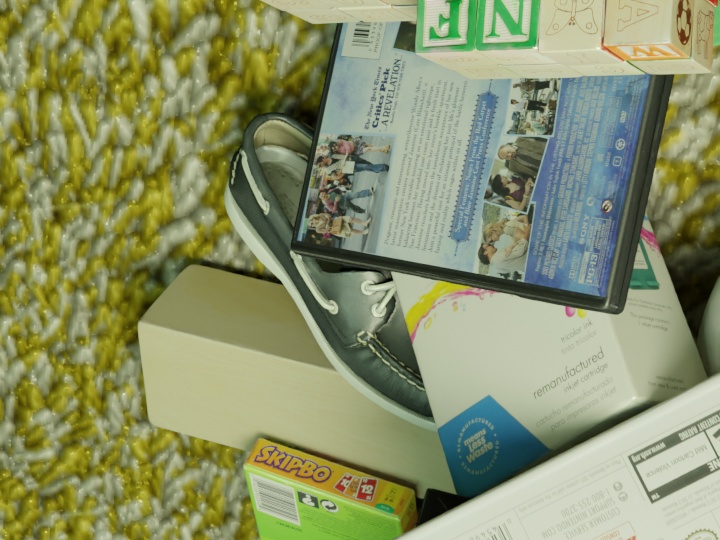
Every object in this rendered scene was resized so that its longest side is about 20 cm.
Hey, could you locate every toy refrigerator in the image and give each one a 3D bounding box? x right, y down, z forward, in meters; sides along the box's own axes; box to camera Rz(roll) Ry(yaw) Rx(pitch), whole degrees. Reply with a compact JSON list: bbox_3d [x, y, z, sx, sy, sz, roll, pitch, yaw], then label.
[{"bbox_3d":[-0.018,0.061,1.084,0.199,0.070,0.076,13,128,21],"label":"toy refrigerator"}]

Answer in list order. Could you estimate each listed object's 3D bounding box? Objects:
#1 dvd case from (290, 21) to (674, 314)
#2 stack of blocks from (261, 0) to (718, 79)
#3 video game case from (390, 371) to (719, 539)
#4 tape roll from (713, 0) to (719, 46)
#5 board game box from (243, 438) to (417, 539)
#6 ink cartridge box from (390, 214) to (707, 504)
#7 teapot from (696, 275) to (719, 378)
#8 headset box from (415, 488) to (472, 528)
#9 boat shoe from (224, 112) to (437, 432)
[{"bbox_3d":[0.054,-0.064,0.913,0.200,0.018,0.143,11,89,42],"label":"dvd case"},{"bbox_3d":[0.053,-0.145,0.854,0.199,0.059,0.116,2,85,27],"label":"stack of blocks"},{"bbox_3d":[0.118,0.164,0.834,0.200,0.023,0.182,-27,83,-1],"label":"video game case"},{"bbox_3d":[0.139,-0.201,0.877,0.200,0.048,0.201,12,120,21],"label":"tape roll"},{"bbox_3d":[-0.009,0.175,1.128,0.095,0.030,0.200,17,142,19],"label":"board game box"},{"bbox_3d":[0.080,0.001,0.938,0.116,0.067,0.200,-37,58,35],"label":"ink cartridge box"},{"bbox_3d":[0.241,0.066,0.888,0.197,0.146,0.200,9,128,17],"label":"teapot"},{"bbox_3d":[0.082,0.209,0.942,0.148,0.077,0.200,14,138,5],"label":"headset box"},{"bbox_3d":[0.000,0.000,1.009,0.200,0.076,0.060,43,150,18],"label":"boat shoe"}]
